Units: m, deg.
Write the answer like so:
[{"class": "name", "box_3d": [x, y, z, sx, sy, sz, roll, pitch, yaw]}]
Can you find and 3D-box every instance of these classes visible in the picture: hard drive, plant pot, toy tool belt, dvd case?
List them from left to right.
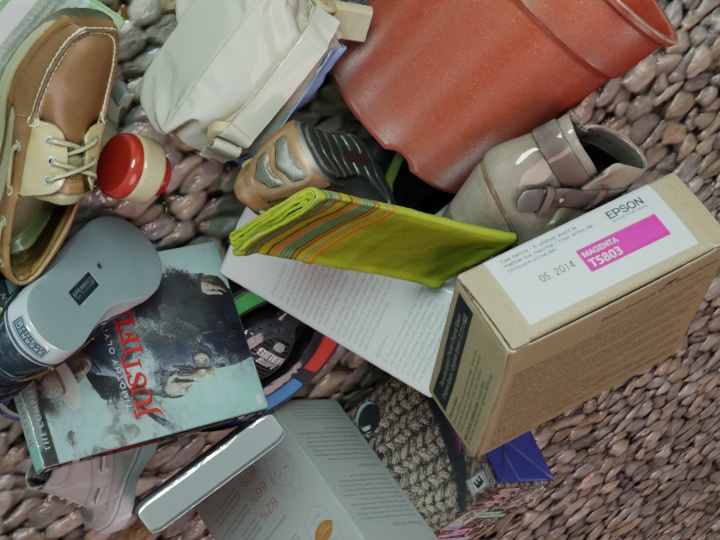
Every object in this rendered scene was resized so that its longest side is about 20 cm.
[{"class": "dvd case", "box_3d": [-0.176, 0.062, 1.134, 0.199, 0.147, 0.022, -11, 168, -36]}, {"class": "hard drive", "box_3d": [-0.134, 0.174, 1.265, 0.132, 0.027, 0.200, -36, 179, -13]}, {"class": "toy tool belt", "box_3d": [-0.082, -0.116, 1.022, 0.122, 0.125, 0.200, 16, 120, -44]}, {"class": "plant pot", "box_3d": [0.093, -0.173, 1.082, 0.195, 0.201, 0.200, -43, 149, 21]}]

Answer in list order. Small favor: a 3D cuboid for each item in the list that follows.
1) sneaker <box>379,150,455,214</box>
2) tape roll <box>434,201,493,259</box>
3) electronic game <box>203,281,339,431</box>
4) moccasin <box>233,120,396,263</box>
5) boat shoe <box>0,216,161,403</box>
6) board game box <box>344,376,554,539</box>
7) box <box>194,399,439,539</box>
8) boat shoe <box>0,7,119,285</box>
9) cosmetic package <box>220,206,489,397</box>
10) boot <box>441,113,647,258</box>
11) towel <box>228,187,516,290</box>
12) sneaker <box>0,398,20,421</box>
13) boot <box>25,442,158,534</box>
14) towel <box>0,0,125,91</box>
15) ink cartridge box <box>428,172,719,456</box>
[{"class": "sneaker", "box_3d": [0.078, -0.106, 1.236, 0.071, 0.083, 0.201, -13, 139, -37]}, {"class": "tape roll", "box_3d": [0.109, -0.001, 1.293, 0.202, 0.071, 0.203, -34, 160, -14]}, {"class": "electronic game", "box_3d": [-0.093, 0.069, 1.317, 0.199, 0.042, 0.201, -27, 146, -20]}, {"class": "moccasin", "box_3d": [-0.028, -0.052, 1.027, 0.077, 0.074, 0.201, -30, 173, 16]}, {"class": "boat shoe", "box_3d": [-0.220, 0.026, 1.067, 0.091, 0.071, 0.200, -33, -173, 25]}, {"class": "board game box", "box_3d": [0.066, 0.192, 1.483, 0.097, 0.160, 0.200, 6, 141, -49]}, {"class": "box", "box_3d": [-0.044, 0.247, 1.439, 0.106, 0.200, 0.153, 6, 128, -49]}, {"class": "boat shoe", "box_3d": [-0.198, -0.074, 0.958, 0.075, 0.074, 0.201, -8, 139, -42]}, {"class": "cosmetic package", "box_3d": [0.000, 0.000, 1.172, 0.071, 0.199, 0.102, -51, 169, -54]}, {"class": "boot", "box_3d": [0.150, -0.044, 1.099, 0.146, 0.071, 0.199, -37, 150, 27]}, {"class": "towel", "box_3d": [0.013, -0.019, 0.998, 0.199, 0.018, 0.086, 10, 153, -44]}, {"class": "sneaker", "box_3d": [-0.206, 0.061, 1.180, 0.199, 0.076, 0.077, -22, 171, -31]}, {"class": "boot", "box_3d": [-0.240, 0.169, 1.258, 0.095, 0.074, 0.200, -7, 146, -27]}, {"class": "towel", "box_3d": [-0.254, -0.142, 0.906, 0.149, 0.031, 0.200, -44, 150, 12]}, {"class": "ink cartridge box", "box_3d": [0.158, 0.034, 1.094, 0.199, 0.075, 0.165, -24, 151, -21]}]
